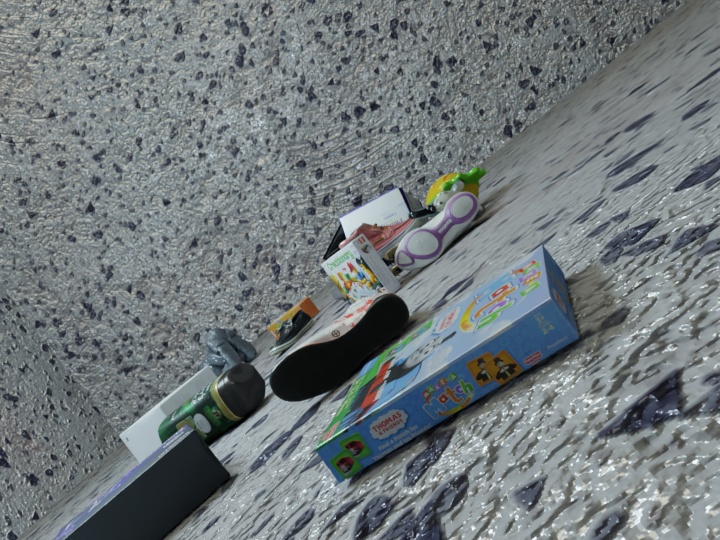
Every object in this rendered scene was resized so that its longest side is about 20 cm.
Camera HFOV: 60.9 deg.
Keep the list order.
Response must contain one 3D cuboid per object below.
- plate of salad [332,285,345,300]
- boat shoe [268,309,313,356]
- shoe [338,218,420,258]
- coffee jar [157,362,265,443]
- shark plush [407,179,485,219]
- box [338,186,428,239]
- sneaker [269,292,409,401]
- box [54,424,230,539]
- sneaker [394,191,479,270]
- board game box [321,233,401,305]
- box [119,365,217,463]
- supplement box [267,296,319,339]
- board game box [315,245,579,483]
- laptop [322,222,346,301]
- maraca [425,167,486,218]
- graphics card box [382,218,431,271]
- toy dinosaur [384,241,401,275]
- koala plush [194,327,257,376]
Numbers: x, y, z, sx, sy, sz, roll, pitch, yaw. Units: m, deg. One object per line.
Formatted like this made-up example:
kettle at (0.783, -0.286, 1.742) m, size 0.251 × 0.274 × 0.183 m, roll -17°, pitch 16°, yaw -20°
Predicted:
plate of salad at (0.000, 0.000, 1.585) m, size 0.199 × 0.048 × 0.201 m, roll -38°, pitch -19°, yaw -15°
boat shoe at (-0.202, 0.173, 1.714) m, size 0.074 × 0.063 × 0.200 m, roll -33°, pitch 7°, yaw 37°
shoe at (0.045, -0.084, 1.421) m, size 0.200 × 0.091 × 0.071 m, roll -40°, pitch 4°, yaw -16°
coffee jar at (-0.266, 0.252, 1.112) m, size 0.199 × 0.086 × 0.104 m, roll -37°, pitch 3°, yaw 17°
shark plush at (0.179, -0.115, 1.278) m, size 0.199 × 0.091 × 0.084 m, roll -27°, pitch -20°, yaw -47°
box at (0.071, -0.118, 1.608) m, size 0.182 × 0.106 × 0.200 m, roll -26°, pitch -13°, yaw 17°
sneaker at (-0.027, 0.099, 0.810) m, size 0.200 × 0.068 × 0.108 m, roll -35°, pitch 2°, yaw -3°
box at (-0.268, 0.287, 0.755) m, size 0.199 × 0.079 × 0.141 m, roll -39°, pitch 6°, yaw -22°
sneaker at (0.155, -0.064, 1.204) m, size 0.199 × 0.075 × 0.100 m, roll -39°, pitch -16°, yaw -1°
board game box at (-0.003, 0.009, 1.240) m, size 0.035 × 0.127 × 0.200 m, roll -38°, pitch 3°, yaw -24°
box at (-0.411, 0.333, 1.390) m, size 0.152 × 0.107 × 0.200 m, roll -36°, pitch 4°, yaw 25°
supplement box at (-0.227, 0.166, 2.058) m, size 0.199 × 0.067 × 0.069 m, roll -36°, pitch 6°, yaw 42°
board game box at (0.068, 0.066, 0.474) m, size 0.199 × 0.037 × 0.151 m, roll -36°, pitch 3°, yaw 20°
laptop at (-0.014, -0.053, 1.717) m, size 0.201 × 0.115 × 0.187 m, roll -61°, pitch -8°, yaw 27°
maraca at (0.218, -0.177, 1.416) m, size 0.136 × 0.108 × 0.200 m, roll -24°, pitch -16°, yaw -18°
graphics card box at (0.098, -0.037, 1.444) m, size 0.199 × 0.051 × 0.125 m, roll -36°, pitch 3°, yaw 19°
toy dinosaur at (0.088, -0.043, 1.280) m, size 0.199 × 0.058 × 0.102 m, roll -20°, pitch -28°, yaw -42°
koala plush at (-0.507, 0.325, 2.185) m, size 0.200 × 0.183 × 0.177 m, roll -49°, pitch -2°, yaw 23°
